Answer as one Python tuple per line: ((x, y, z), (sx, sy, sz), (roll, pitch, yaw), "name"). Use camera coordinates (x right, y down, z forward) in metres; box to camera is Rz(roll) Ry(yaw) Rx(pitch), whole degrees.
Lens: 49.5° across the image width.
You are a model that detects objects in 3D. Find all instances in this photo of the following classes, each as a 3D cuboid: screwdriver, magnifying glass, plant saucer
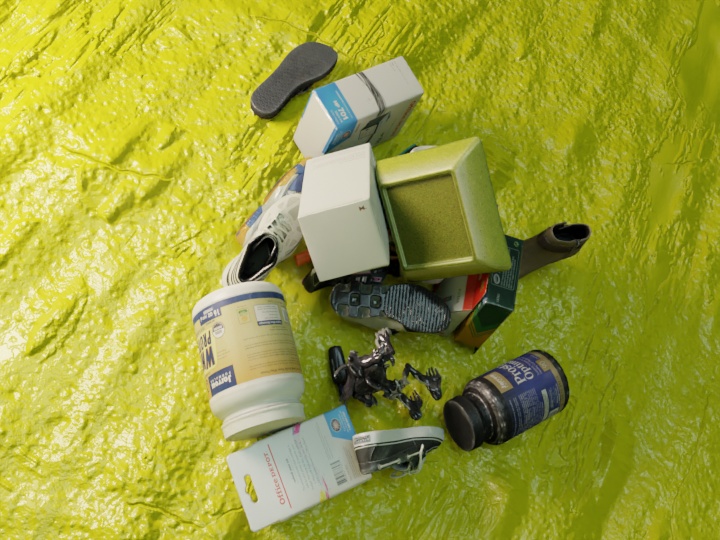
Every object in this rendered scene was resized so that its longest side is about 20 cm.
((-0.027, 0.220, 1.236), (0.028, 0.028, 0.205), (-9, 77, 8), "screwdriver")
((-0.020, -0.052, 1.324), (0.196, 0.080, 0.023), (-21, 80, -16), "magnifying glass")
((0.111, -0.079, 1.180), (0.048, 0.197, 0.204), (-29, 106, -48), "plant saucer")

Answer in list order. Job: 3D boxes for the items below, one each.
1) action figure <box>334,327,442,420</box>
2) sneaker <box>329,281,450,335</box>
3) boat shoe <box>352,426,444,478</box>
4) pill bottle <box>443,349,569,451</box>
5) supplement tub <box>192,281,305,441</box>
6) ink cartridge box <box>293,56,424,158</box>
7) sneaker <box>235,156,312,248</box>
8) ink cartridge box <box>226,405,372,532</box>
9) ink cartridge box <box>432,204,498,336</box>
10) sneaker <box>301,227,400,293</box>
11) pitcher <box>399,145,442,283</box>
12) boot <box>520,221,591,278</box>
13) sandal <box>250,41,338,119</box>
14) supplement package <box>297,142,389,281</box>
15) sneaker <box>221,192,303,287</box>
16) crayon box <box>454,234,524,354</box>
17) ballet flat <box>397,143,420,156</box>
((0.032, 0.162, 1.216), (0.198, 0.102, 0.120), (29, 103, -35), "action figure")
((0.050, 0.063, 1.272), (0.195, 0.089, 0.076), (11, 73, 4), "sneaker")
((0.065, 0.277, 1.185), (0.198, 0.072, 0.070), (13, 63, -54), "boat shoe")
((0.237, 0.216, 1.281), (0.196, 0.112, 0.114), (-20, 76, -27), "pill bottle")
((-0.161, 0.134, 1.146), (0.141, 0.145, 0.205), (-9, 71, -23), "supplement tub")
((-0.005, -0.274, 1.371), (0.197, 0.147, 0.087), (-27, 78, -27), "ink cartridge box")
((-0.122, -0.098, 1.307), (0.088, 0.075, 0.202), (40, 68, -12), "sneaker")
((-0.095, 0.293, 1.149), (0.196, 0.068, 0.117), (-18, 77, -26), "ink cartridge box")
((0.165, 0.001, 1.291), (0.049, 0.201, 0.166), (15, 64, -3), "ink cartridge box")
((0.000, 0.000, 1.300), (0.197, 0.080, 0.088), (-24, 80, -26), "sneaker")
((0.118, -0.106, 1.307), (0.118, 0.205, 0.172), (7, 25, 6), "pitcher")
((0.309, -0.037, 1.391), (0.196, 0.146, 0.072), (-17, 76, -25), "boot")
((-0.124, -0.347, 1.423), (0.199, 0.043, 0.076), (-42, 79, -19), "sandal")
((-0.023, -0.095, 1.225), (0.114, 0.119, 0.202), (-13, 30, 8), "supplement package")
((-0.126, -0.046, 1.191), (0.075, 0.115, 0.202), (41, 67, -12), "sneaker")
((0.206, 0.043, 1.295), (0.050, 0.201, 0.128), (15, 63, -3), "crayon box")
((0.052, -0.160, 1.392), (0.198, 0.073, 0.074), (-33, 82, -30), "ballet flat")
